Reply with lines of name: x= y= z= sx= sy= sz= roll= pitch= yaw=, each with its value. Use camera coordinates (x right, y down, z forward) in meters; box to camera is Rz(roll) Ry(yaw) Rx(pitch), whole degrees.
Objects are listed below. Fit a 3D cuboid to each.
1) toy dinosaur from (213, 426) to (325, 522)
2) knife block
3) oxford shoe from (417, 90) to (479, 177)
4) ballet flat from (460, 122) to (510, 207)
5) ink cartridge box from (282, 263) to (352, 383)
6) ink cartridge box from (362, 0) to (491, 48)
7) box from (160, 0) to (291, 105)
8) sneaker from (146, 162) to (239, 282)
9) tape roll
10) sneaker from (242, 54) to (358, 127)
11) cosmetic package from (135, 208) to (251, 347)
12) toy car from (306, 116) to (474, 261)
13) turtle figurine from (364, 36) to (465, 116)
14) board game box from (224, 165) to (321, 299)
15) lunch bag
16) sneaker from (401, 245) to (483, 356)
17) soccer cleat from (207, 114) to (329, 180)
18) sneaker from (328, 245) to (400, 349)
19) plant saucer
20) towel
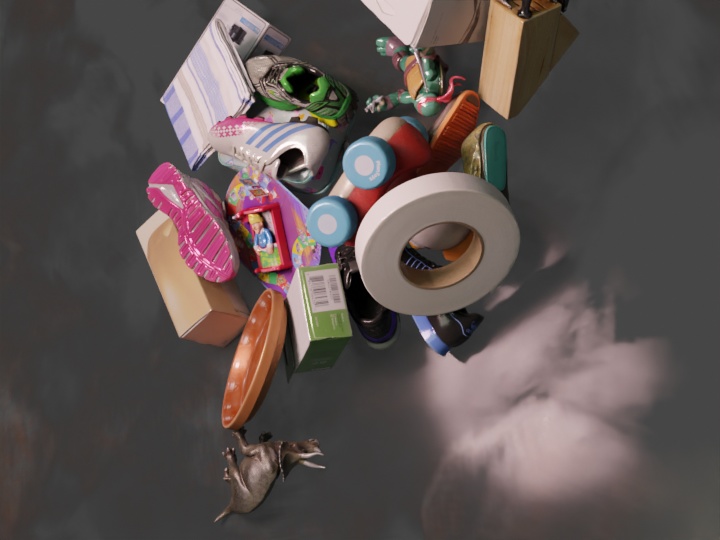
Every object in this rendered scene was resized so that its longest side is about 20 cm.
toy dinosaur: x=-0.149 y=0.283 z=1.660 sx=0.200 sy=0.077 sz=0.102 roll=-46 pitch=44 yaw=10
knife block: x=0.197 y=-0.312 z=1.533 sx=0.200 sy=0.175 sz=0.064 roll=-53 pitch=55 yaw=10
oxford shoe: x=0.088 y=-0.163 z=1.630 sx=0.073 sy=0.071 sz=0.201 roll=39 pitch=100 yaw=38
ballet flat: x=0.160 y=-0.091 z=1.572 sx=0.070 sy=0.071 sz=0.201 roll=-8 pitch=75 yaw=31
ink cartridge box: x=-0.065 y=0.075 z=1.641 sx=0.059 sy=0.200 sz=0.104 roll=-6 pitch=70 yaw=-14
ink cartridge box: x=0.114 y=-0.369 z=1.583 sx=0.147 sy=0.199 sz=0.083 roll=50 pitch=135 yaw=31
box: x=-0.210 y=-0.310 z=1.869 sx=0.117 sy=0.060 sz=0.200 roll=41 pitch=101 yaw=34
sneaker: x=-0.224 y=-0.069 z=1.742 sx=0.081 sy=0.088 sz=0.201 roll=-40 pitch=68 yaw=24
tape roll: x=0.094 y=-0.028 z=1.455 sx=0.202 sy=0.203 sz=0.037 roll=-39 pitch=39 yaw=19
sneaker: x=-0.093 y=-0.266 z=1.675 sx=0.199 sy=0.085 sz=0.078 roll=23 pitch=83 yaw=38
cosmetic package: x=-0.245 y=0.008 z=1.780 sx=0.071 sy=0.105 sz=0.201 roll=-39 pitch=61 yaw=21
toy car: x=0.066 y=-0.073 z=1.516 sx=0.200 sy=0.184 sz=0.177 roll=37 pitch=113 yaw=6
turtle figurine: x=0.068 y=-0.268 z=1.634 sx=0.150 sy=0.100 sz=0.201 roll=-49 pitch=37 yaw=36
board game box: x=-0.142 y=-0.050 z=1.718 sx=0.200 sy=0.039 sz=0.159 roll=44 pitch=127 yaw=25
lunch bag: x=-0.103 y=-0.203 z=1.761 sx=0.199 sy=0.077 sz=0.161 roll=16 pitch=84 yaw=35
sneaker: x=0.088 y=0.013 z=1.587 sx=0.078 sy=0.070 sz=0.201 roll=-39 pitch=66 yaw=15
soccer cleat: x=-0.136 y=-0.167 z=1.676 sx=0.199 sy=0.070 sz=0.087 roll=1 pitch=66 yaw=29
sneaker: x=0.001 y=0.000 z=1.615 sx=0.069 sy=0.100 sz=0.201 roll=-23 pitch=67 yaw=6
plant saucer: x=-0.144 y=0.124 z=1.664 sx=0.200 sy=0.032 sz=0.201 roll=-161 pitch=90 yaw=-77
towel: x=-0.228 y=-0.256 z=1.777 sx=0.200 sy=0.024 sz=0.148 roll=-42 pitch=65 yaw=46
